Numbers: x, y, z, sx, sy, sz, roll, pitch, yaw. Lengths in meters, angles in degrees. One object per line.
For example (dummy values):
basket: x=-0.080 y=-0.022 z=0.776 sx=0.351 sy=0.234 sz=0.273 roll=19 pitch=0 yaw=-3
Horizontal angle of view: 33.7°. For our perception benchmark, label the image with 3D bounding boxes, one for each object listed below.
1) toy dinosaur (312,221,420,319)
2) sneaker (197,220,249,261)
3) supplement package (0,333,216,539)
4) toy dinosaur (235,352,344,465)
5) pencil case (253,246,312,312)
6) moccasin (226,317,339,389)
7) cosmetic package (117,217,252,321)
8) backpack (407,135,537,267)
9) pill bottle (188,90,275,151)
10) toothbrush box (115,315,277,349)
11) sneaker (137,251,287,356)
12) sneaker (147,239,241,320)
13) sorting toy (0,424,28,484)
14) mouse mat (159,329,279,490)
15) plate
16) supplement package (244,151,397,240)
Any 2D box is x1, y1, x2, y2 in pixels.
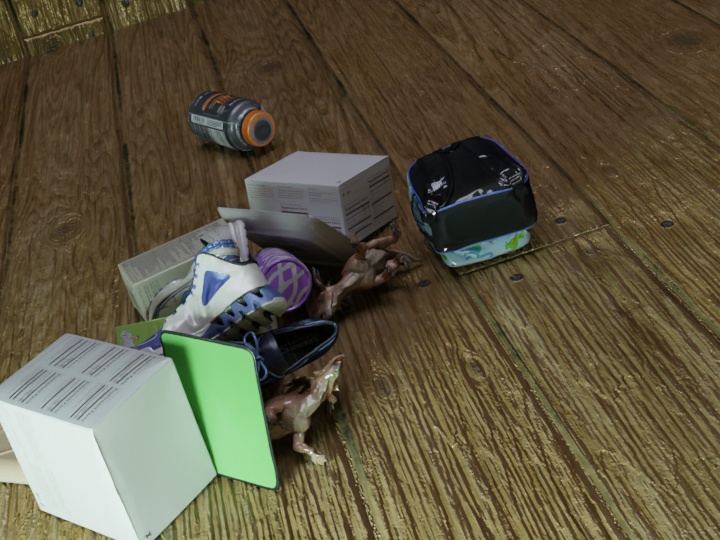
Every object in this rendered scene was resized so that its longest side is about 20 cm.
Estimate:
toy dinosaur: x=0.000 y=0.000 z=1.806 sx=0.135 sy=0.086 sz=0.199 roll=-39 pitch=-9 yaw=39
sneaker: x=-0.201 y=0.023 z=1.785 sx=0.081 sy=0.075 sz=0.202 roll=-7 pitch=60 yaw=-8
supplement package: x=-0.320 y=0.208 z=1.485 sx=0.199 sy=0.193 sz=0.147 roll=9 pitch=38 yaw=36
toy dinosaur: x=-0.106 y=0.186 z=1.538 sx=0.198 sy=0.086 sz=0.136 roll=-13 pitch=29 yaw=13
pencil case: x=-0.124 y=0.012 z=1.792 sx=0.086 sy=0.084 sz=0.200 roll=-57 pitch=10 yaw=-1
moccasin: x=-0.117 y=0.103 z=1.526 sx=0.199 sy=0.081 sz=0.068 roll=-29 pitch=-5 yaw=-26
cosmetic package: x=-0.280 y=0.002 z=1.934 sx=0.199 sy=0.088 sz=0.103 roll=-25 pitch=29 yaw=-15
backpack: x=0.166 y=-0.107 z=1.845 sx=0.181 sy=0.148 sz=0.200 roll=-19 pitch=33 yaw=-4
pill bottle: x=-0.259 y=-0.305 z=2.441 sx=0.106 sy=0.107 sz=0.199 roll=-34 pitch=34 yaw=-30
toothbrush box: x=-0.219 y=0.110 z=1.646 sx=0.198 sy=0.087 sz=0.146 roll=-13 pitch=-13 yaw=5
sneaker: x=-0.201 y=0.045 z=1.549 sx=0.198 sy=0.081 sz=0.116 roll=-28 pitch=65 yaw=4
sneaker: x=-0.236 y=0.048 z=1.712 sx=0.077 sy=0.200 sz=0.086 roll=8 pitch=44 yaw=-47
sorting toy: x=-0.439 y=0.226 z=1.682 sx=0.183 sy=0.037 sz=0.201 roll=0 pitch=37 yaw=25
mouse mat: x=-0.175 y=0.173 z=1.470 sx=0.160 sy=0.202 sz=0.008 roll=8 pitch=28 yaw=35
plate: x=-0.101 y=-0.047 z=1.876 sx=0.198 sy=0.200 sz=0.033 roll=8 pitch=76 yaw=34
supplement package: x=-0.065 y=-0.123 z=2.002 sx=0.198 sy=0.112 sz=0.155 roll=7 pitch=27 yaw=34
